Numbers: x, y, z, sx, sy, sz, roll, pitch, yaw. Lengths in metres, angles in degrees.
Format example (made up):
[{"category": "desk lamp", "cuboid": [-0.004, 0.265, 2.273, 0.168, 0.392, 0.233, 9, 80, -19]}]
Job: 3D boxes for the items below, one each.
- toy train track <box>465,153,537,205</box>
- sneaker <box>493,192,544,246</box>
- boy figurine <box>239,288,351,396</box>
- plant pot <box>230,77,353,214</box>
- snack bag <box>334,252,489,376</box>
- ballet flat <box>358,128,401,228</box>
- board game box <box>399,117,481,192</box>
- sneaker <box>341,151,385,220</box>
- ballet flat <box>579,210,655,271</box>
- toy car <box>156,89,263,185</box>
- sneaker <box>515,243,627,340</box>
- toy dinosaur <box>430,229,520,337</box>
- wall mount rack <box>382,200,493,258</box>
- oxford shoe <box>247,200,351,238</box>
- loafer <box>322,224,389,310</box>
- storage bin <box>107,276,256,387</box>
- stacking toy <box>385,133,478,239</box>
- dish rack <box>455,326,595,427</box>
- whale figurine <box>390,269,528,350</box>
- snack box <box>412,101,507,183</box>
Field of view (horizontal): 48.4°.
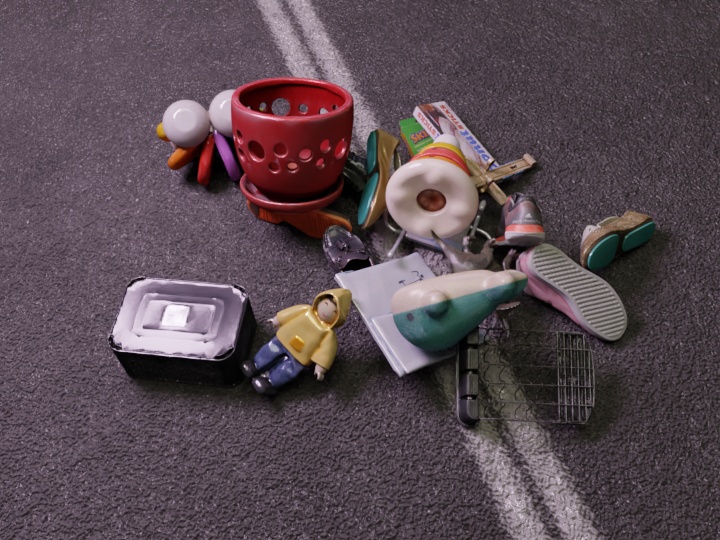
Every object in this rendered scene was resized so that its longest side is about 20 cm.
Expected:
[{"category": "toy train track", "cuboid": [0.248, -0.178, 1.403, 0.200, 0.033, 0.115, -23, 64, -39]}, {"category": "sneaker", "cuboid": [0.259, -0.082, 1.286, 0.077, 0.200, 0.082, 1, 88, -1]}, {"category": "boy figurine", "cuboid": [-0.084, 0.106, 1.205, 0.200, 0.064, 0.124, -42, 73, 14]}, {"category": "plant pot", "cuboid": [-0.110, -0.205, 1.331, 0.199, 0.183, 0.201, 0, 32, 0]}, {"category": "snack bag", "cuboid": [0.081, 0.058, 1.251, 0.188, 0.021, 0.200, -16, 60, -36]}, {"category": "ballet flat", "cuboid": [0.039, -0.155, 1.364, 0.063, 0.069, 0.201, 16, 61, -17]}, {"category": "board game box", "cuboid": [0.145, -0.213, 1.483, 0.095, 0.030, 0.201, -15, 59, -9]}, {"category": "sneaker", "cuboid": [-0.006, -0.175, 1.447, 0.082, 0.073, 0.200, -36, 71, -23]}, {"category": "ballet flat", "cuboid": [0.405, -0.051, 1.317, 0.200, 0.071, 0.065, -19, 39, -38]}, {"category": "toy car", "cuboid": [-0.263, -0.234, 1.463, 0.199, 0.175, 0.151, -14, 90, -6]}, {"category": "sneaker", "cuboid": [0.330, 0.033, 1.279, 0.200, 0.105, 0.075, 41, 80, -6]}, {"category": "toy dinosaur", "cuboid": [0.189, 0.002, 1.241, 0.200, 0.077, 0.102, 42, 46, -20]}, {"category": "wall mount rack", "cuboid": [0.126, -0.058, 1.336, 0.199, 0.075, 0.174, 19, 63, 6]}, {"category": "oxford shoe", "cuboid": [-0.098, -0.114, 1.407, 0.199, 0.071, 0.073, 20, 54, 17]}, {"category": "loafer", "cuboid": [0.000, 0.000, 1.305, 0.072, 0.063, 0.200, -28, 69, -8]}, {"category": "storage bin", "cuboid": [-0.275, 0.096, 1.259, 0.199, 0.094, 0.136, 5, 56, 6]}, {"category": "stacking toy", "cuboid": [0.126, -0.160, 1.307, 0.145, 0.147, 0.200, 7, 40, 8]}, {"category": "dish rack", "cuboid": [0.243, 0.156, 1.185, 0.199, 0.055, 0.154, 3, 77, -1]}, {"category": "whale figurine", "cuboid": [0.142, 0.055, 1.144, 0.199, 0.159, 0.104, -15, 86, 29]}, {"category": "snack box", "cuboid": [0.179, -0.231, 1.459, 0.072, 0.024, 0.200, -17, 60, -35]}]
